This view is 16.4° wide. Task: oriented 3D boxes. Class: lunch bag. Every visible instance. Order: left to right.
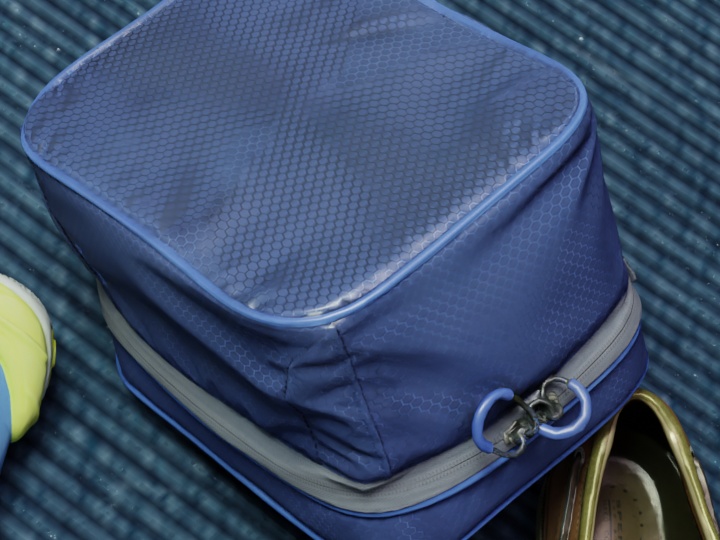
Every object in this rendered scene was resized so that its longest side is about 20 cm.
[{"bbox_3d":[0.000,0.000,0.802,0.136,0.133,0.200,-36,45,-19],"label":"lunch bag"}]

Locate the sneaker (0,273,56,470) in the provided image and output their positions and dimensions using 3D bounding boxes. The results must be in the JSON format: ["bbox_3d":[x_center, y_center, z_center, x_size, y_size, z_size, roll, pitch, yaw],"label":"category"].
[{"bbox_3d":[-0.202,0.037,0.808,0.199,0.076,0.106,8,61,-5],"label":"sneaker"}]

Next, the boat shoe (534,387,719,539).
[{"bbox_3d":[0.087,0.134,0.782,0.071,0.068,0.201,-4,61,-9],"label":"boat shoe"}]
